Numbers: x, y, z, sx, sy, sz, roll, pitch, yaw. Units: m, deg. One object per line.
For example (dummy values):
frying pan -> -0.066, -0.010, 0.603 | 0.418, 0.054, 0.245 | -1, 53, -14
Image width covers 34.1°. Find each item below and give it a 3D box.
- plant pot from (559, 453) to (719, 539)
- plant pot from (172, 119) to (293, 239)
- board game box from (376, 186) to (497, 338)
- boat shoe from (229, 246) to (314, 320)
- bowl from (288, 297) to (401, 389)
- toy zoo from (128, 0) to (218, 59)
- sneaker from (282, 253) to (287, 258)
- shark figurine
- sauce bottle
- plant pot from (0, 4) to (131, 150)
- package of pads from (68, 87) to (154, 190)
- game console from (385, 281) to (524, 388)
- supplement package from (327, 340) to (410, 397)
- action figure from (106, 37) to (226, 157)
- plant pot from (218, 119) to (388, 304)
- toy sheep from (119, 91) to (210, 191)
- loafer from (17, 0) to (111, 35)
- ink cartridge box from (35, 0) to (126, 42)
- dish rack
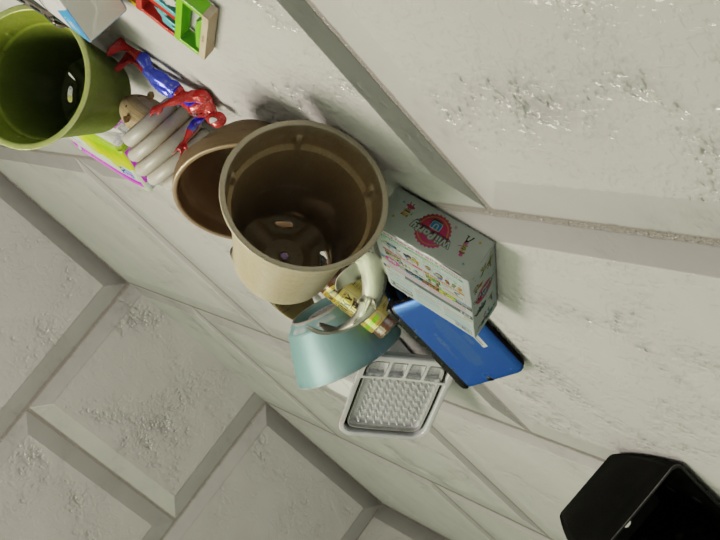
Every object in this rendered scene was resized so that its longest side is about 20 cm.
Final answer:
plant pot -> 0.417, 0.388, 1.756 | 0.200, 0.200, 0.177 | 43, 175, -22
plant pot -> -0.144, -0.133, 1.552 | 0.201, 0.093, 0.201 | 1, 144, 0
board game box -> 0.099, -0.007, 1.507 | 0.148, 0.064, 0.200 | 32, 166, 19
boat shoe -> -0.166, 0.017, 2.211 | 0.201, 0.072, 0.066 | 43, 175, -21
bowl -> -0.042, 0.105, 1.995 | 0.105, 0.201, 0.201 | 62, 160, -10
toy zoo -> -0.256, -0.340, 1.394 | 0.200, 0.020, 0.131 | 38, 166, -1
sneaker -> -0.145, -0.010, 2.019 | 0.076, 0.088, 0.200 | 37, 166, -2
shark figurine -> 0.008, 0.019, 1.727 | 0.128, 0.090, 0.215 | 18, 120, 2
sauce bottle -> -0.025, 0.029, 1.908 | 0.200, 0.065, 0.065 | 37, 166, -1
plant pot -> -0.431, -0.267, 1.698 | 0.200, 0.200, 0.190 | 34, -170, 14
package of pads -> -0.450, -0.238, 2.073 | 0.200, 0.068, 0.155 | 31, 165, 23
game console -> 0.133, 0.071, 1.761 | 0.171, 0.118, 0.200 | -21, 127, 36
supplement package -> 0.004, 0.174, 2.184 | 0.200, 0.117, 0.117 | 19, 158, 49
action figure -> -0.281, -0.235, 1.639 | 0.200, 0.099, 0.065 | 30, 165, 17
plant pot -> -0.083, -0.053, 1.448 | 0.200, 0.200, 0.183 | 36, 153, 5
toy sheep -> -0.278, -0.180, 1.733 | 0.200, 0.138, 0.138 | 45, 164, -14
loafer -> -0.396, -0.353, 1.557 | 0.200, 0.072, 0.063 | 37, 130, 28
ink cartridge box -> -0.390, -0.378, 1.450 | 0.200, 0.067, 0.116 | 38, 168, 33
dish rack -> 0.059, 0.212, 2.049 | 0.172, 0.044, 0.200 | 6, 129, -16
